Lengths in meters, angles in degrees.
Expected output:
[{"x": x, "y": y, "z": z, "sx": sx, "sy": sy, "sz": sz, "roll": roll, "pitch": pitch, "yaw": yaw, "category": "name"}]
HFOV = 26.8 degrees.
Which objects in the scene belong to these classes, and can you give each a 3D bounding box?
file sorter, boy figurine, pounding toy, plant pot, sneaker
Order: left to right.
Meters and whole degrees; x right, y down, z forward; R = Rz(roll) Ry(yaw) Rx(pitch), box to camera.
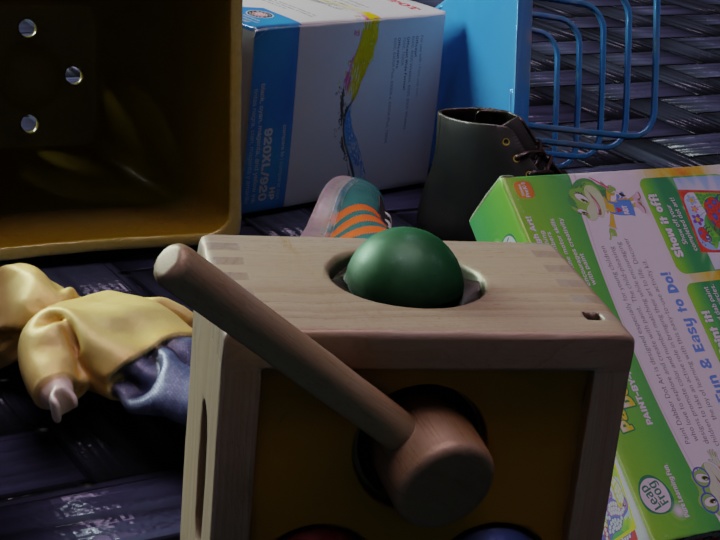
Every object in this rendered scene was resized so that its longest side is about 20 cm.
[{"x": -0.208, "y": -0.129, "z": 1.066, "sx": 0.193, "sy": 0.197, "sz": 0.200, "roll": -5, "pitch": 15, "yaw": -26, "category": "plant pot"}, {"x": -0.129, "y": 0.049, "z": 0.783, "sx": 0.198, "sy": 0.065, "sz": 0.124, "roll": 16, "pitch": 23, "yaw": 27, "category": "boy figurine"}, {"x": 0.000, "y": 0.000, "z": 0.950, "sx": 0.079, "sy": 0.072, "sz": 0.200, "roll": 13, "pitch": 26, "yaw": 6, "category": "sneaker"}, {"x": 0.003, "y": 0.064, "z": 0.581, "sx": 0.182, "sy": 0.202, "sz": 0.142, "roll": 1, "pitch": 21, "yaw": -12, "category": "pounding toy"}, {"x": 0.139, "y": -0.155, "z": 1.196, "sx": 0.121, "sy": 0.141, "sz": 0.200, "roll": 5, "pitch": -7, "yaw": -16, "category": "file sorter"}, {"x": 0.134, "y": -0.046, "z": 1.044, "sx": 0.198, "sy": 0.108, "sz": 0.075, "roll": 13, "pitch": 21, "yaw": 18, "category": "sneaker"}]

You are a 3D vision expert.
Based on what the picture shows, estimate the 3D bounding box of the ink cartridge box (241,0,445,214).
[{"x": -0.054, "y": -0.145, "z": 1.197, "sx": 0.198, "sy": 0.146, "sz": 0.147, "roll": -12, "pitch": 27, "yaw": -40, "category": "ink cartridge box"}]

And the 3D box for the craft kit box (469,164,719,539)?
[{"x": 0.176, "y": 0.040, "z": 0.763, "sx": 0.195, "sy": 0.049, "sz": 0.202, "roll": -3, "pitch": 59, "yaw": -30, "category": "craft kit box"}]
